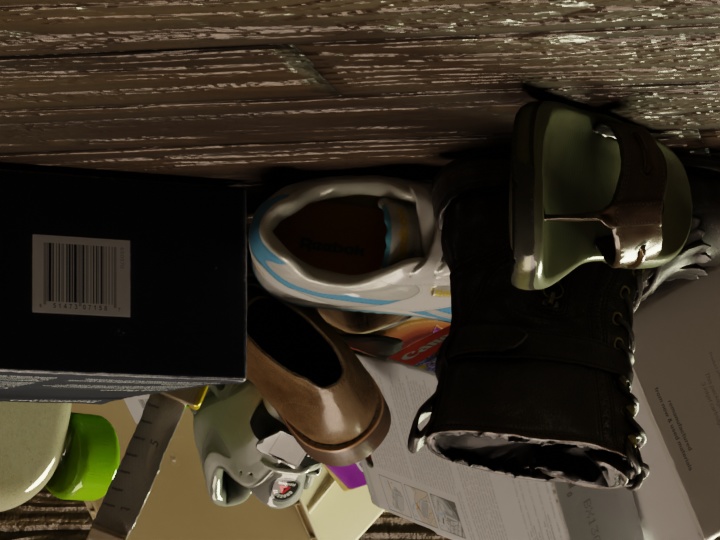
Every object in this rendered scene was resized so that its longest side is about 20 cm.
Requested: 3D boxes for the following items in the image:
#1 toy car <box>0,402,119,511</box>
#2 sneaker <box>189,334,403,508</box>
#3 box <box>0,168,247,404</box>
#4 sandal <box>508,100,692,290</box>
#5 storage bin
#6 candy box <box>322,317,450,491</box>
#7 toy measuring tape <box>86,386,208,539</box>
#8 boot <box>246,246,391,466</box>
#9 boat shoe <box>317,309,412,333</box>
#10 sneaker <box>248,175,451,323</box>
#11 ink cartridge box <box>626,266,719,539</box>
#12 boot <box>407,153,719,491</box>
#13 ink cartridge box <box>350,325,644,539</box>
[{"bbox_3d":[-0.265,0.061,1.799,0.164,0.159,0.199,8,-178,-38],"label":"toy car"},{"bbox_3d":[-0.034,0.090,1.662,0.074,0.089,0.200,4,162,-29],"label":"sneaker"},{"bbox_3d":[-0.186,0.011,1.492,0.199,0.105,0.182,4,171,-30],"label":"box"},{"bbox_3d":[0.114,-0.035,1.255,0.057,0.080,0.201,1,-176,28],"label":"sandal"},{"bbox_3d":[-0.105,0.106,1.955,0.199,0.200,0.094,-5,-153,38],"label":"storage bin"},{"bbox_3d":[0.027,0.055,1.707,0.199,0.117,0.057,-23,-157,47],"label":"candy box"},{"bbox_3d":[-0.109,0.069,1.622,0.073,0.201,0.074,20,165,6],"label":"toy measuring tape"},{"bbox_3d":[-0.060,0.019,1.538,0.200,0.074,0.076,40,166,37],"label":"boot"},{"bbox_3d":[0.000,0.000,1.589,0.064,0.072,0.200,-9,177,-28],"label":"boat shoe"},{"bbox_3d":[0.042,-0.011,1.451,0.198,0.077,0.081,-2,172,0],"label":"sneaker"},{"bbox_3d":[0.199,0.046,1.516,0.199,0.126,0.128,-28,-173,-27],"label":"ink cartridge box"},{"bbox_3d":[0.118,0.031,1.352,0.198,0.175,0.069,1,141,-5],"label":"boot"},{"bbox_3d":[0.063,0.091,1.520,0.050,0.110,0.200,-26,-159,-26],"label":"ink cartridge box"}]
